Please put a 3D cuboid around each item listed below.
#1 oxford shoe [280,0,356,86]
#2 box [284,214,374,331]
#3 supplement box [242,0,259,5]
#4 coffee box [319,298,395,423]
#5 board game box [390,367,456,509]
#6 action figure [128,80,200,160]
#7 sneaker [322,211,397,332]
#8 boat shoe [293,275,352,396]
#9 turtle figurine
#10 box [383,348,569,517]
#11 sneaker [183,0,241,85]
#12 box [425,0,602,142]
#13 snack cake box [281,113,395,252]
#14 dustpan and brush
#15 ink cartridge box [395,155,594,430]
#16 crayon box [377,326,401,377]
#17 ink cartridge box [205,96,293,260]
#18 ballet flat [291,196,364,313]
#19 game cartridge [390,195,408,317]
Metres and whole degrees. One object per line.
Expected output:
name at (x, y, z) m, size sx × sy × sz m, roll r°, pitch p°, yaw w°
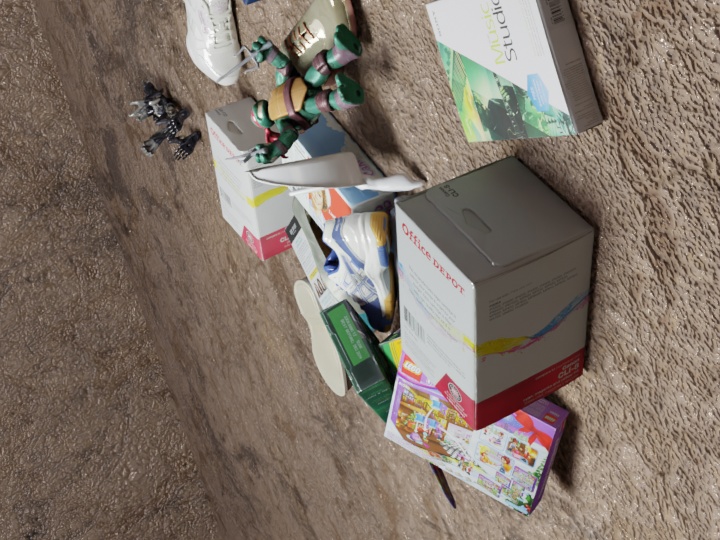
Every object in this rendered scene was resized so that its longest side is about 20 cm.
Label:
oxford shoe at (-0.054, -0.276, 1.464) m, size 0.071 × 0.073 × 0.201 m, roll 62°, pitch 159°, yaw 20°
box at (-0.041, 0.007, 1.777) m, size 0.202 × 0.049 × 0.082 m, roll 64°, pitch 160°, yaw 8°
supplement box at (-0.097, -0.439, 1.307) m, size 0.202 × 0.133 × 0.200 m, roll 62°, pitch 160°, yaw 14°
coffee box at (0.010, 0.122, 1.584) m, size 0.124 × 0.044 × 0.200 m, roll 64°, pitch -177°, yaw 23°
board game box at (0.097, 0.207, 1.578) m, size 0.158 × 0.039 × 0.201 m, roll 61°, pitch -174°, yaw -52°
action figure at (-0.379, -0.280, 2.267) m, size 0.200 × 0.102 × 0.120 m, roll 38°, pitch 157°, yaw 51°
sneaker at (0.000, 0.000, 1.532) m, size 0.201 × 0.087 × 0.076 m, roll 80°, pitch -167°, yaw -45°
boat shoe at (-0.043, 0.095, 1.867) m, size 0.071 × 0.059 × 0.202 m, roll 5°, pitch 119°, yaw 50°
turtle figurine at (-0.085, -0.207, 1.443) m, size 0.198 × 0.100 × 0.152 m, roll -20°, pitch 81°, yaw 35°
box at (0.127, 0.175, 1.379) m, size 0.198 × 0.039 × 0.138 m, roll 27°, pitch 129°, yaw 21°
sneaker at (-0.223, -0.371, 1.794) m, size 0.099 × 0.074 × 0.202 m, roll 18°, pitch 129°, yaw 66°
box at (0.136, -0.194, 1.119) m, size 0.200 × 0.036 × 0.146 m, roll 10°, pitch 121°, yaw 68°
snack cake box at (-0.031, -0.113, 1.596) m, size 0.200 × 0.067 × 0.116 m, roll 52°, pitch 154°, yaw 36°
dustpan and brush at (-0.021, -0.111, 1.447) m, size 0.139 × 0.197 × 0.058 m, roll -30°, pitch -70°, yaw -72°
ink cartridge box at (0.131, 0.020, 1.206) m, size 0.145 × 0.143 × 0.202 m, roll 49°, pitch 154°, yaw 42°
crayon box at (0.115, 0.151, 1.461) m, size 0.201 × 0.051 × 0.127 m, roll 56°, pitch 153°, yaw -4°
ink cartridge box at (-0.162, -0.143, 1.876) m, size 0.145 × 0.083 × 0.202 m, roll 47°, pitch 152°, yaw 43°
ballet flat at (-0.036, -0.034, 1.700) m, size 0.202 × 0.067 × 0.064 m, roll 61°, pitch 151°, yaw 14°
game cartridge at (0.087, 0.021, 1.485) m, size 0.134 × 0.040 × 0.202 m, roll 52°, pitch 156°, yaw 45°
